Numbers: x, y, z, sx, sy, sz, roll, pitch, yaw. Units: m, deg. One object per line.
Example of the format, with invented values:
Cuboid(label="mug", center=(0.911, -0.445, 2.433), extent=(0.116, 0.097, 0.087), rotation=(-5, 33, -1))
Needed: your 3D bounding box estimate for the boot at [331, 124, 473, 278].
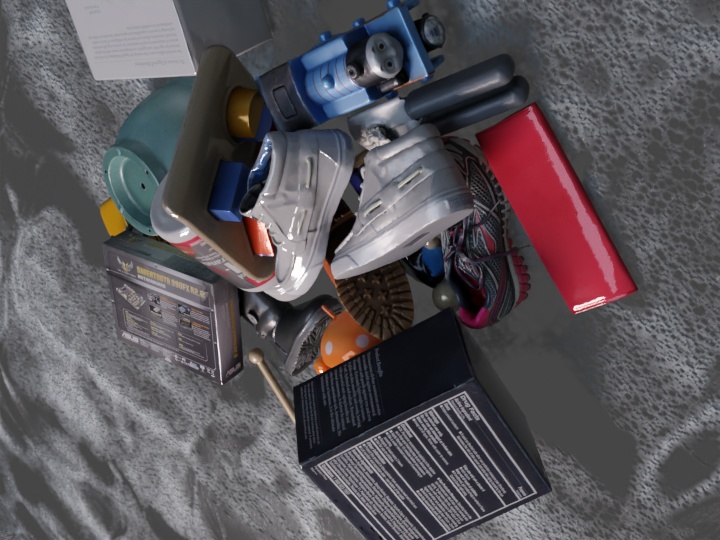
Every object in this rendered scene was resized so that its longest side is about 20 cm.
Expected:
Cuboid(label="boot", center=(0.027, -0.066, 0.978), extent=(0.200, 0.073, 0.096), rotation=(-31, 76, 47))

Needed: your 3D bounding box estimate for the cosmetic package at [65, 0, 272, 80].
Cuboid(label="cosmetic package", center=(-0.226, -0.323, 1.091), extent=(0.199, 0.123, 0.201), rotation=(9, 123, 43))

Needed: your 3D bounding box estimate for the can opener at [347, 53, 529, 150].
Cuboid(label="can opener", center=(0.069, -0.160, 0.958), extent=(0.199, 0.067, 0.053), rotation=(-13, 133, 42))

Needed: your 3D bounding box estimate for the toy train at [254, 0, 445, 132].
Cuboid(label="toy train", center=(-0.008, -0.193, 0.968), extent=(0.199, 0.114, 0.087), rotation=(-10, 111, 50))

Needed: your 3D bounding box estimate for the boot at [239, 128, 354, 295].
Cuboid(label="boot", center=(-0.080, -0.058, 1.012), extent=(0.074, 0.095, 0.201), rotation=(60, 141, 44))

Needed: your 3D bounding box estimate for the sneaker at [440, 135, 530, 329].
Cuboid(label="sneaker", center=(0.110, -0.038, 0.997), extent=(0.080, 0.075, 0.201), rotation=(-4, 114, 48))

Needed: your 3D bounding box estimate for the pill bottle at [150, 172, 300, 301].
Cuboid(label="pill bottle", center=(-0.137, -0.043, 1.167), extent=(0.110, 0.111, 0.200), rotation=(9, 160, 42))

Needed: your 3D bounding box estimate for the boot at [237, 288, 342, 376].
Cuboid(label="boot", center=(-0.124, 0.023, 1.306), extent=(0.200, 0.066, 0.165), rotation=(48, 141, 14))

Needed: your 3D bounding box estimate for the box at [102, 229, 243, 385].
Cuboid(label="box", center=(-0.250, 0.048, 1.345), extent=(0.199, 0.048, 0.159), rotation=(18, 124, 29))

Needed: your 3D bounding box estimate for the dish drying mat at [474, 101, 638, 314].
Cuboid(label="dish drying mat", center=(0.185, -0.056, 0.948), extent=(0.077, 0.018, 0.201), rotation=(-24, 99, 45))

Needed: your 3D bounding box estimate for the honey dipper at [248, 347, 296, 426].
Cuboid(label="honey dipper", center=(-0.103, 0.198, 1.434), extent=(0.201, 0.038, 0.038), rotation=(57, 142, -1))

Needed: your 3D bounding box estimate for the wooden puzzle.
Cuboid(label="wooden puzzle", center=(-0.115, -0.105, 1.043), extent=(0.046, 0.186, 0.200), rotation=(4, 162, 26))

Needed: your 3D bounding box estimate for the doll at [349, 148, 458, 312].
Cuboid(label="doll", center=(0.050, -0.038, 1.075), extent=(0.201, 0.048, 0.136), rotation=(57, 160, -7))

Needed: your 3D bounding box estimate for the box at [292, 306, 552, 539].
Cuboid(label="box", center=(0.065, 0.177, 1.057), extent=(0.198, 0.124, 0.200), rotation=(-27, 125, 12))

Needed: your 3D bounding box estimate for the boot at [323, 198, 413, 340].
Cuboid(label="boot", center=(0.000, 0.000, 1.114), extent=(0.201, 0.075, 0.107), rotation=(57, 177, 22))

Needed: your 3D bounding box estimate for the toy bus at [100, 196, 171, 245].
Cuboid(label="toy bus", center=(-0.292, -0.023, 1.427), extent=(0.065, 0.078, 0.201), rotation=(-20, 103, 50))

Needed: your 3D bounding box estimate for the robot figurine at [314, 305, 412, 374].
Cuboid(label="robot figurine", center=(0.022, 0.123, 1.177), extent=(0.201, 0.116, 0.144), rotation=(68, 166, -16))

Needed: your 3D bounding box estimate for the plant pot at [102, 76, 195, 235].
Cuboid(label="plant pot", center=(-0.231, -0.124, 1.241), extent=(0.200, 0.134, 0.201), rotation=(28, 136, 30))
